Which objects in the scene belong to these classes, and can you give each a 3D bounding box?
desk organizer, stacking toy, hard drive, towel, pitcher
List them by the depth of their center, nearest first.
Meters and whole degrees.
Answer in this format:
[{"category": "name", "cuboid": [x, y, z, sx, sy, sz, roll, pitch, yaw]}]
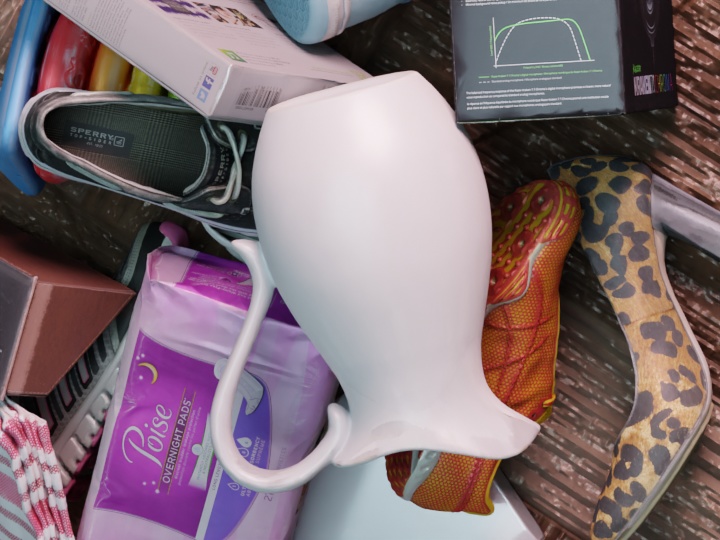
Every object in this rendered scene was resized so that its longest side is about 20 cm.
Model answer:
[{"category": "pitcher", "cuboid": [-0.010, 0.009, 1.537, 0.171, 0.121, 0.201, -13, 97, 2]}, {"category": "stacking toy", "cuboid": [-0.101, -0.089, 1.675, 0.199, 0.116, 0.110, 11, 77, 6]}, {"category": "desk organizer", "cuboid": [-0.222, 0.009, 1.688, 0.200, 0.077, 0.072, 26, 104, 44]}, {"category": "towel", "cuboid": [-0.207, 0.151, 1.696, 0.146, 0.030, 0.201, 24, 131, 52]}, {"category": "hard drive", "cuboid": [-0.011, 0.154, 1.708, 0.200, 0.027, 0.132, -36, 84, 17]}]

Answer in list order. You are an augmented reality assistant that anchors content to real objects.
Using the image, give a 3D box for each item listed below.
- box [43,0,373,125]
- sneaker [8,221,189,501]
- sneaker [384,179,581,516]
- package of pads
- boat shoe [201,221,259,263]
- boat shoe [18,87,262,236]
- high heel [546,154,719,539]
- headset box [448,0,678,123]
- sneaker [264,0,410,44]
[{"category": "box", "cuboid": [-0.098, -0.137, 1.618, 0.200, 0.144, 0.036, 37, 109, 32]}, {"category": "sneaker", "cuboid": [-0.170, 0.049, 1.722, 0.087, 0.074, 0.200, 31, 108, 6]}, {"category": "sneaker", "cuboid": [0.078, 0.041, 1.626, 0.077, 0.073, 0.201, 14, 112, -24]}, {"category": "package of pads", "cuboid": [-0.083, 0.094, 1.651, 0.120, 0.076, 0.201, 17, 112, 3]}, {"category": "boat shoe", "cuboid": [0.000, 0.000, 1.670, 0.199, 0.067, 0.074, 15, 99, 15]}, {"category": "boat shoe", "cuboid": [-0.086, -0.056, 1.603, 0.199, 0.071, 0.072, 7, 95, -9]}, {"category": "high heel", "cuboid": [0.132, 0.042, 1.626, 0.142, 0.071, 0.201, 27, 86, 7]}, {"category": "headset box", "cuboid": [0.107, -0.182, 1.566, 0.092, 0.174, 0.201, -3, 93, 15]}, {"category": "sneaker", "cuboid": [-0.011, -0.214, 1.658, 0.130, 0.080, 0.200, -16, 56, -19]}]
